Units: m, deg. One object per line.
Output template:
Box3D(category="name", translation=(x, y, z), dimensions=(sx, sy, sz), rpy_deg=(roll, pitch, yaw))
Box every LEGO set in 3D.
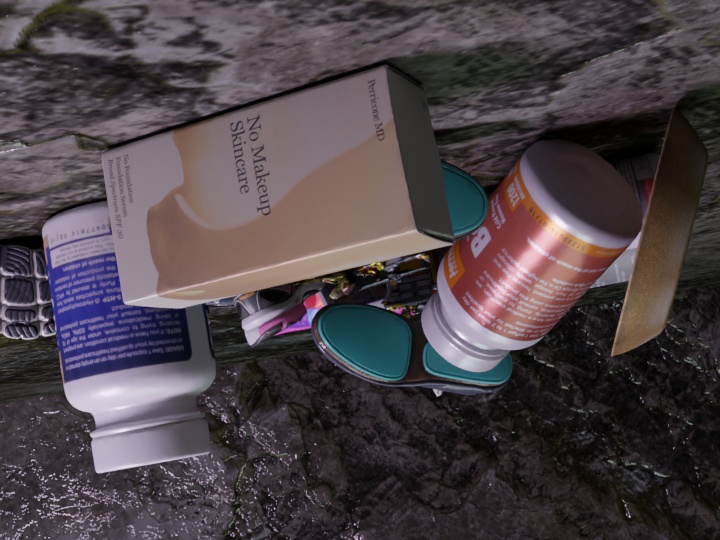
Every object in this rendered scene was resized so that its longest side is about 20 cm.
Box3D(category="LEGO set", translation=(0.000, 0.000, 1.001), dimensions=(0.154, 0.116, 0.200), rpy_deg=(-12, 172, 11))

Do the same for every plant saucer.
Box3D(category="plant saucer", translation=(0.237, -0.026, 0.835), dimensions=(0.035, 0.200, 0.200), rpy_deg=(15, 179, 15))

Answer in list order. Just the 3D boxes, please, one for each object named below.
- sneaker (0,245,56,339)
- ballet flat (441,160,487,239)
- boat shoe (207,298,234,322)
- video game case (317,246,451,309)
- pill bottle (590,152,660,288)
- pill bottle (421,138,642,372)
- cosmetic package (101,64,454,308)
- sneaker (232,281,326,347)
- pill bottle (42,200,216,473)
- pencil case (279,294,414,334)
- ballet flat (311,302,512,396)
Box3D(category="sneaker", translation=(-0.263, 0.018, 0.929), dimensions=(0.200, 0.078, 0.080), rpy_deg=(7, -175, -28))
Box3D(category="ballet flat", translation=(-0.010, -0.053, 0.778), dimensions=(0.200, 0.068, 0.068), rpy_deg=(2, 178, -16))
Box3D(category="boat shoe", translation=(-0.182, 0.032, 1.212), dimensions=(0.200, 0.062, 0.075), rpy_deg=(-9, 175, -4))
Box3D(category="video game case", translation=(0.053, 0.001, 1.147), dimensions=(0.200, 0.018, 0.143), rpy_deg=(-15, -158, -7))
Box3D(category="pill bottle", translation=(0.193, -0.036, 1.012), dimensions=(0.200, 0.114, 0.114), rpy_deg=(-11, 172, 12))
Box3D(category="pill bottle", translation=(0.135, -0.005, 0.900), dimensions=(0.112, 0.112, 0.200), rpy_deg=(-4, 143, -38))
Box3D(category="cosmetic package", translation=(-0.053, -0.046, 0.658), dimensions=(0.200, 0.105, 0.071), rpy_deg=(-15, 171, 22))
Box3D(category="sneaker", translation=(-0.089, 0.001, 1.088), dimensions=(0.080, 0.086, 0.200), rpy_deg=(-27, -169, 7))
Box3D(category="pill bottle", translation=(-0.178, 0.052, 0.843), dimensions=(0.120, 0.200, 0.120), rpy_deg=(-10, 172, -1))
Box3D(category="pencil case", translation=(-0.038, 0.027, 1.280), dimensions=(0.200, 0.088, 0.088), rpy_deg=(-8, 172, -1))
Box3D(category="ballet flat", translation=(0.041, 0.078, 0.979), dimensions=(0.200, 0.073, 0.073), rpy_deg=(13, 165, -18))
